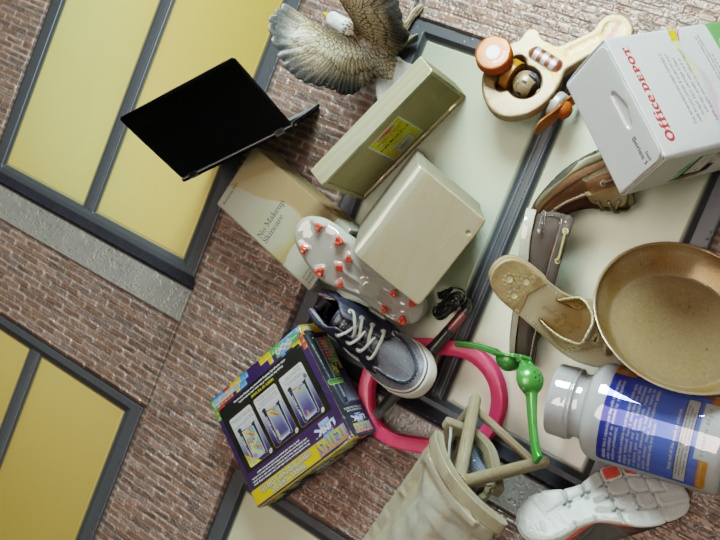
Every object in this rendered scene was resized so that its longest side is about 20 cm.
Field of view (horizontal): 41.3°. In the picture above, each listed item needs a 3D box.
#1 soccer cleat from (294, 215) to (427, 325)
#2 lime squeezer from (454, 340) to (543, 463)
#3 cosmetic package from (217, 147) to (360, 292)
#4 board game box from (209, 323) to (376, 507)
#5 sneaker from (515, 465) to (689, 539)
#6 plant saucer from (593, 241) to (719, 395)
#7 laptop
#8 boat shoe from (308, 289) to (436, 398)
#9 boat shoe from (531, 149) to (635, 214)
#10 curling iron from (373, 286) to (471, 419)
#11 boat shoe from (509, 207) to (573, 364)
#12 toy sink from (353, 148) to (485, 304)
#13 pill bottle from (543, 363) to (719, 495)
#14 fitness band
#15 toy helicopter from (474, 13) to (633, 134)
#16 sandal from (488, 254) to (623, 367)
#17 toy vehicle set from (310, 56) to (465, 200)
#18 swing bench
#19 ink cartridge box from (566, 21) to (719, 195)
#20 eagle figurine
[{"bbox_3d":[0.000,0.000,1.226,0.199,0.078,0.070,36,107,0],"label":"soccer cleat"},{"bbox_3d":[0.177,0.125,1.116,0.201,0.037,0.071,57,138,44],"label":"lime squeezer"},{"bbox_3d":[-0.093,-0.069,1.316,0.199,0.071,0.106,40,101,24],"label":"cosmetic package"},{"bbox_3d":[-0.094,0.194,1.280,0.199,0.056,0.167,-39,70,29],"label":"board game box"},{"bbox_3d":[0.278,0.281,1.105,0.196,0.082,0.078,-10,50,5],"label":"sneaker"},{"bbox_3d":[0.353,0.057,1.057,0.196,0.036,0.203,0,53,0],"label":"plant saucer"},{"bbox_3d":[-0.182,-0.212,1.289,0.185,0.200,0.117,-21,105,22],"label":"laptop"},{"bbox_3d":[0.008,0.089,1.196,0.199,0.092,0.075,30,90,52],"label":"boat shoe"},{"bbox_3d":[0.297,-0.106,1.127,0.199,0.075,0.075,-35,74,20],"label":"boat shoe"},{"bbox_3d":[0.077,0.106,1.207,0.202,0.025,0.050,-58,42,12],"label":"curling iron"},{"bbox_3d":[0.214,0.028,1.143,0.058,0.072,0.204,7,106,11],"label":"boat shoe"},{"bbox_3d":[0.075,-0.058,1.197,0.111,0.200,0.131,37,101,-6],"label":"toy sink"},{"bbox_3d":[0.311,0.168,1.069,0.197,0.112,0.114,14,91,26],"label":"pill bottle"},{"bbox_3d":[0.091,0.160,1.223,0.197,0.037,0.146,2,83,25],"label":"fitness band"},{"bbox_3d":[0.245,-0.246,1.170,0.198,0.079,0.134,-26,67,8],"label":"toy helicopter"},{"bbox_3d":[0.236,0.061,1.082,0.210,0.070,0.078,32,105,-10],"label":"sandal"},{"bbox_3d":[0.038,-0.178,1.234,0.200,0.124,0.027,-44,68,15],"label":"toy vehicle set"},{"bbox_3d":[0.092,0.278,1.087,0.129,0.199,0.200,39,114,15],"label":"swing bench"},{"bbox_3d":[0.344,-0.180,1.040,0.147,0.197,0.084,67,151,16],"label":"ink cartridge box"},{"bbox_3d":[-0.008,-0.302,1.227,0.149,0.199,0.155,5,86,26],"label":"eagle figurine"}]
